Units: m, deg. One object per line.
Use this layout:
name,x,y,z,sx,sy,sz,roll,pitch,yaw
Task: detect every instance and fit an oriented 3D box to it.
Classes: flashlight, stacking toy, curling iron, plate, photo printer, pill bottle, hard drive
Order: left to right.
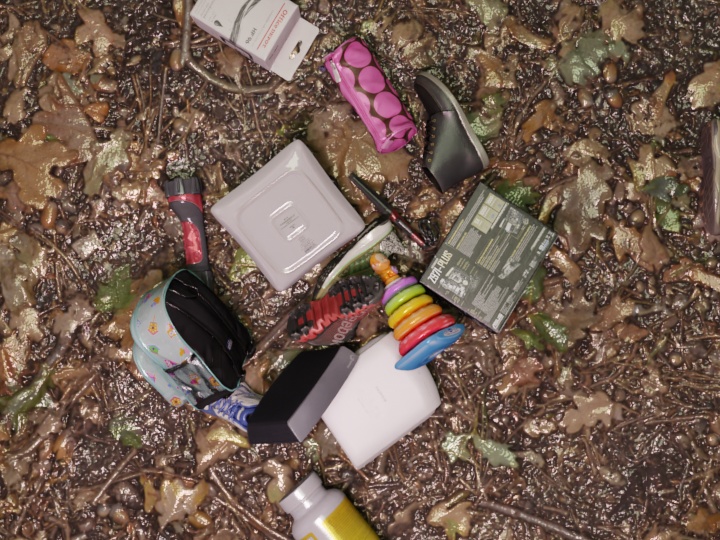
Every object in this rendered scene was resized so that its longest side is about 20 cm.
flashlight,-0.299,-0.059,1.600,0.066,0.068,0.204,-6,87,0
plate,-0.121,-0.085,1.564,0.198,0.032,0.201,-36,112,7
hard drive,-0.098,0.201,1.507,0.133,0.201,0.043,-11,120,40
pill bottle,-0.045,0.443,1.548,0.112,0.112,0.201,-39,87,-1
photo printer,0.028,0.216,1.577,0.199,0.069,0.168,-35,87,0
curling iron,0.060,-0.108,1.614,0.199,0.026,0.050,36,80,3
stacking toy,0.075,0.053,1.532,0.110,0.115,0.202,-42,72,37

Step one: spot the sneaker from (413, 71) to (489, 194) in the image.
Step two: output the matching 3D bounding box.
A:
sneaker,0.129,-0.239,1.588,0.105,0.075,0.202,-33,88,-8

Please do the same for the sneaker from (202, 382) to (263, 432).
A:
sneaker,-0.206,0.232,1.575,0.197,0.088,0.077,18,90,4

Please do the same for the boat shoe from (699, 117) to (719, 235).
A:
boat shoe,0.630,-0.161,1.578,0.072,0.074,0.204,2,89,2

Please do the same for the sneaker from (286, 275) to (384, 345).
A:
sneaker,-0.029,0.073,1.554,0.199,0.097,0.072,-30,50,29

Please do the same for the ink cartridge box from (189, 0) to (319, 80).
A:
ink cartridge box,-0.183,-0.438,1.613,0.198,0.068,0.117,31,89,2

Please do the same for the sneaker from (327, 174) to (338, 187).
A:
sneaker,-0.131,-0.117,1.605,0.197,0.074,0.081,-15,101,5

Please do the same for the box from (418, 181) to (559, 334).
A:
box,0.216,-0.019,1.575,0.162,0.086,0.202,32,88,2

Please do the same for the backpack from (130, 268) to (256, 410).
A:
backpack,-0.289,0.110,1.519,0.151,0.177,0.202,-22,115,22

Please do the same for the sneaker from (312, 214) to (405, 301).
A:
sneaker,0.000,0.000,1.592,0.200,0.077,0.089,-43,100,3

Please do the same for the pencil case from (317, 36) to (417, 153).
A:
pencil case,0.014,-0.299,1.590,0.090,0.093,0.201,-37,85,30
